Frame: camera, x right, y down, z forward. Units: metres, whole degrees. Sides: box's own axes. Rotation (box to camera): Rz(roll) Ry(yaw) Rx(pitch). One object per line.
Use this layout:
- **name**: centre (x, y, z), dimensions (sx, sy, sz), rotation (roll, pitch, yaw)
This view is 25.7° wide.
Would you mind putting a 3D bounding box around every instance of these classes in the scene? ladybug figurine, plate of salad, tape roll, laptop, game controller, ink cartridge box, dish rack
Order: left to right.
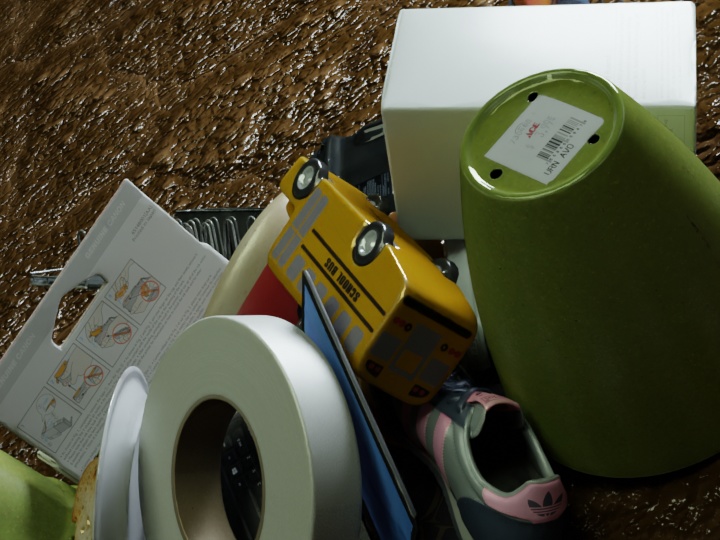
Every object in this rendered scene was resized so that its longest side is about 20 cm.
- **plate of salad**: centre (-0.164, 0.164, 1.054), dimensions (0.048, 0.200, 0.200), rotation (0, 42, 4)
- **ink cartridge box**: centre (-0.174, 0.060, 1.175), dimensions (0.045, 0.176, 0.200), rotation (10, 63, 55)
- **dish rack**: centre (-0.165, -0.016, 1.290), dimensions (0.200, 0.055, 0.153), rotation (-10, 6, -40)
- **tape roll**: centre (-0.071, 0.127, 0.942), dimensions (0.203, 0.037, 0.203), rotation (-1, 88, 53)
- **laptop**: centre (-0.050, 0.137, 0.951), dimensions (0.200, 0.103, 0.178), rotation (-36, 57, 18)
- **ladybug figurine**: centre (-0.055, 0.030, 1.149), dimensions (0.072, 0.136, 0.200), rotation (27, 102, 21)
- **game controller**: centre (0.002, -0.053, 1.280), dimensions (0.104, 0.042, 0.200), rotation (-16, 39, 12)

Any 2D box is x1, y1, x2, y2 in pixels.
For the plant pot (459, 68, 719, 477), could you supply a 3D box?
- **plant pot**: centre (0.136, -0.014, 0.897), dimensions (0.187, 0.200, 0.187), rotation (-16, 46, 18)

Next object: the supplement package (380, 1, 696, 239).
- **supplement package**: centre (0.122, -0.099, 1.056), dimensions (0.199, 0.117, 0.118), rotation (1, 45, 10)

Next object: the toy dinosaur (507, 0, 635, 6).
- **toy dinosaur**: centre (0.154, -0.230, 1.228), dimensions (0.105, 0.200, 0.182), rotation (-14, 71, 13)

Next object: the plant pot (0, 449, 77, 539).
- **plant pot**: centre (-0.313, 0.195, 1.171), dimensions (0.200, 0.184, 0.201), rotation (-27, 35, 21)

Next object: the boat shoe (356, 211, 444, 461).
- **boat shoe**: centre (0.025, 0.053, 1.077), dimensions (0.200, 0.070, 0.070), rotation (-83, 16, -44)

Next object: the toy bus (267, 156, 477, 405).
- **toy bus**: centre (0.000, 0.000, 0.993), dimensions (0.078, 0.065, 0.200), rotation (-56, 33, 9)

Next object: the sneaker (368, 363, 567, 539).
- **sneaker**: centre (0.067, 0.089, 0.949), dimensions (0.070, 0.082, 0.200), rotation (-11, 45, -27)

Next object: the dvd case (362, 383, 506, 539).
- **dvd case**: centre (0.022, 0.157, 1.020), dimensions (0.148, 0.016, 0.200), rotation (-6, 47, 42)

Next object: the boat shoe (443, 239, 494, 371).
- **boat shoe**: centre (0.096, -0.007, 1.103), dimensions (0.071, 0.072, 0.200), rotation (-8, 45, 5)

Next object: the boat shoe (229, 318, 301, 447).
- **boat shoe**: centre (-0.069, 0.101, 1.074), dimensions (0.200, 0.065, 0.072), rotation (-62, 14, 12)
